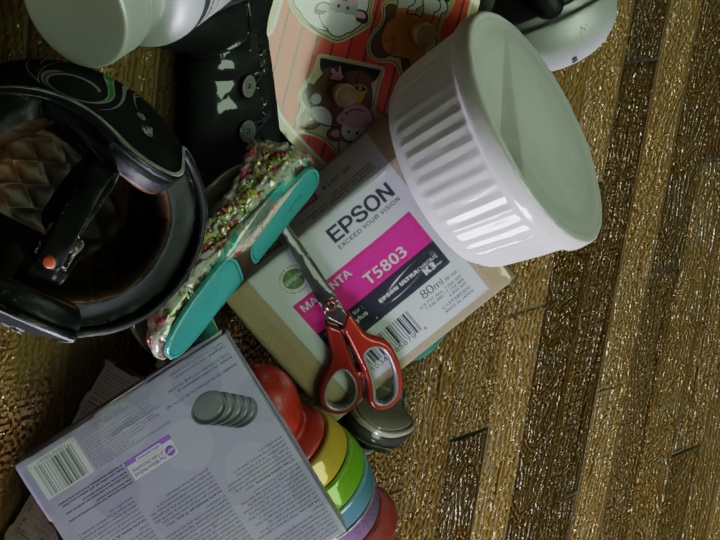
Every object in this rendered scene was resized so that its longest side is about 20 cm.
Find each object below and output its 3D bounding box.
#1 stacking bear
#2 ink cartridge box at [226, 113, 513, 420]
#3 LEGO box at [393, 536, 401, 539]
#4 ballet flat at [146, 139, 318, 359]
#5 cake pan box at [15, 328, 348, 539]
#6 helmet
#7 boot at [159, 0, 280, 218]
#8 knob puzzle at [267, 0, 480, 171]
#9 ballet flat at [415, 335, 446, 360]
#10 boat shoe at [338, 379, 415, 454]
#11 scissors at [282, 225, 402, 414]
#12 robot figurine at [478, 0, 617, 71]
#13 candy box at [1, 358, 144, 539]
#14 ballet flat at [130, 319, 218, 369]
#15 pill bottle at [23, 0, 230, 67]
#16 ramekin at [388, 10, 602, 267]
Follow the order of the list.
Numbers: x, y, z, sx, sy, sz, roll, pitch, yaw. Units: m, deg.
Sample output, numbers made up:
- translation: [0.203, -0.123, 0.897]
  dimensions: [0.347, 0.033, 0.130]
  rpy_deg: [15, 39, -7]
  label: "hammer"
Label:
- translation: [-0.058, 0.158, 1.511]
  dimensions: [0.113, 0.122, 0.201]
  rpy_deg: [-30, 125, 2]
  label: "stacking bear"
- translation: [0.000, 0.000, 1.526]
  dimensions: [0.200, 0.075, 0.165]
  rpy_deg: [-39, 120, 4]
  label: "ink cartridge box"
- translation: [-0.026, 0.295, 1.633]
  dimensions: [0.149, 0.199, 0.078]
  rpy_deg: [-30, 129, -35]
  label: "LEGO box"
- translation: [-0.109, -0.020, 1.382]
  dimensions: [0.200, 0.064, 0.076]
  rpy_deg: [-51, 160, -25]
  label: "ballet flat"
- translation: [-0.138, 0.173, 1.403]
  dimensions: [0.199, 0.052, 0.185]
  rpy_deg: [-34, 93, -3]
  label: "cake pan box"
- translation: [-0.207, -0.048, 1.257]
  dimensions: [0.191, 0.199, 0.201]
  rpy_deg: [-37, 149, -86]
  label: "helmet"
- translation: [-0.127, -0.128, 1.419]
  dimensions: [0.164, 0.065, 0.201]
  rpy_deg: [-23, 130, -38]
  label: "boot"
- translation: [0.003, -0.168, 1.500]
  dimensions: [0.218, 0.030, 0.221]
  rpy_deg: [-7, 112, -18]
  label: "knob puzzle"
- translation: [0.064, 0.002, 1.677]
  dimensions: [0.201, 0.067, 0.069]
  rpy_deg: [105, -2, -52]
  label: "ballet flat"
- translation: [0.008, 0.137, 1.634]
  dimensions: [0.057, 0.067, 0.200]
  rpy_deg: [-60, -179, 9]
  label: "boat shoe"
- translation: [-0.015, 0.033, 1.488]
  dimensions: [0.073, 0.014, 0.201]
  rpy_deg: [-15, 118, -5]
  label: "scissors"
- translation: [0.140, -0.268, 1.574]
  dimensions: [0.150, 0.124, 0.201]
  rpy_deg: [-37, 109, -44]
  label: "robot figurine"
- translation: [-0.199, 0.190, 1.492]
  dimensions: [0.136, 0.061, 0.201]
  rpy_deg: [38, 80, -51]
  label: "candy box"
- translation: [-0.164, 0.010, 1.431]
  dimensions: [0.076, 0.063, 0.201]
  rpy_deg: [-59, 135, -59]
  label: "ballet flat"
- translation: [-0.139, -0.225, 1.274]
  dimensions: [0.200, 0.119, 0.120]
  rpy_deg: [-45, 138, -43]
  label: "pill bottle"
- translation: [0.103, -0.096, 1.463]
  dimensions: [0.202, 0.094, 0.203]
  rpy_deg: [45, 32, -37]
  label: "ramekin"
